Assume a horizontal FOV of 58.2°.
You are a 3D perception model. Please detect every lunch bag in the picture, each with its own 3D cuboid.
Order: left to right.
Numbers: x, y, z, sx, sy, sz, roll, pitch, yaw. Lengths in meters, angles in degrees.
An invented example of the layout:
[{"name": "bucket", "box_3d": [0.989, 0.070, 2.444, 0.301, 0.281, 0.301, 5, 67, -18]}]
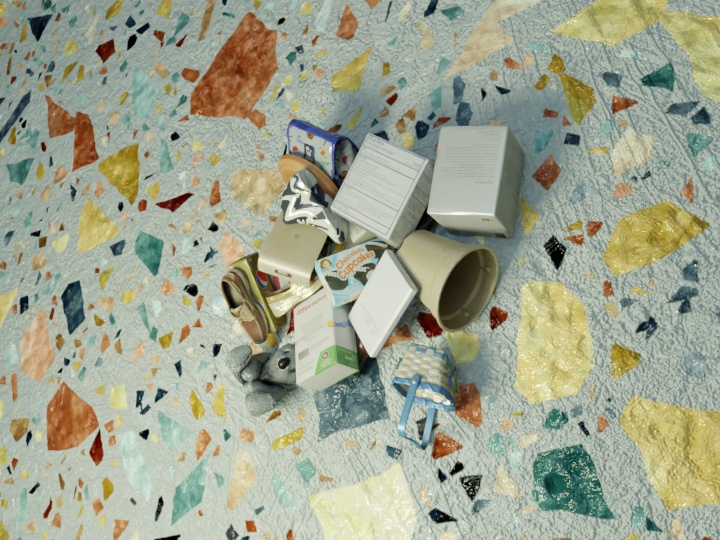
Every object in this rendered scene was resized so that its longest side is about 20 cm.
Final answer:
[{"name": "lunch bag", "box_3d": [-0.087, -0.292, 1.641, 0.167, 0.200, 0.126, 27, 77, 29]}]

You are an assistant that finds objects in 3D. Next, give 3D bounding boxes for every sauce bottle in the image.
[{"name": "sauce bottle", "box_3d": [0.018, 0.156, 1.560, 0.065, 0.066, 0.204, 24, 89, 30]}]

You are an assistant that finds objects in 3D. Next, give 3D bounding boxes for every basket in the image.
[{"name": "basket", "box_3d": [0.136, 0.274, 1.404, 0.136, 0.177, 0.205, 13, 72, 26]}]

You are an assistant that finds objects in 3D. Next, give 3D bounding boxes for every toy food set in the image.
[{"name": "toy food set", "box_3d": [-0.154, -0.068, 1.622, 0.140, 0.061, 0.204, 17, 65, 11]}]

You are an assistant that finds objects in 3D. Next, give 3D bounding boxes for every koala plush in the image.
[{"name": "koala plush", "box_3d": [-0.206, 0.250, 1.627, 0.197, 0.184, 0.180, -29, 73, -4]}]

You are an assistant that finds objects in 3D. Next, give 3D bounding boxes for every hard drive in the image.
[{"name": "hard drive", "box_3d": [0.048, 0.075, 1.468, 0.203, 0.025, 0.133, -60, 43, 29]}]

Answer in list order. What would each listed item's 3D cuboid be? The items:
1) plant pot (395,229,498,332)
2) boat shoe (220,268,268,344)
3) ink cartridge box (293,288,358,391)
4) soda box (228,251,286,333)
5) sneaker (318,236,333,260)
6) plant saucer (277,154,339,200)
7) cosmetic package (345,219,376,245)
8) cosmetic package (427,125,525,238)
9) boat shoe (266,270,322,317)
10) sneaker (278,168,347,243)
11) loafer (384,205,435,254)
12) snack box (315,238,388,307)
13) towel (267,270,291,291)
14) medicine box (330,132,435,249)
[{"name": "plant pot", "box_3d": [0.179, 0.003, 1.453, 0.182, 0.199, 0.204, 33, 94, 42]}, {"name": "boat shoe", "box_3d": [-0.300, 0.099, 1.631, 0.074, 0.072, 0.204, -23, 98, 27]}, {"name": "ink cartridge box", "box_3d": [-0.086, 0.164, 1.565, 0.143, 0.083, 0.205, -31, 51, 35]}, {"name": "soda box", "box_3d": [-0.267, 0.062, 1.686, 0.063, 0.068, 0.205, -16, 101, 25]}, {"name": "sneaker", "box_3d": [-0.153, -0.048, 1.697, 0.200, 0.075, 0.115, -44, 59, 9]}, {"name": "plant saucer", "box_3d": [-0.132, -0.215, 1.657, 0.197, 0.202, 0.033, 25, 68, 31]}, {"name": "cosmetic package", "box_3d": [0.051, -0.159, 1.606, 0.198, 0.087, 0.105, -37, 65, 15]}, {"name": "cosmetic package", "box_3d": [0.263, -0.197, 1.455, 0.161, 0.164, 0.206, 6, 79, 29]}, {"name": "boat shoe", "box_3d": [-0.155, 0.040, 1.623, 0.198, 0.074, 0.067, -36, 100, 13]}, {"name": "sneaker", "box_3d": [-0.126, -0.132, 1.584, 0.128, 0.080, 0.200, -32, 105, 35]}, {"name": "loafer", "box_3d": [0.126, -0.087, 1.558, 0.072, 0.071, 0.201, 29, 74, 31]}, {"name": "snack box", "box_3d": [0.000, 0.000, 1.561, 0.195, 0.037, 0.118, -21, 64, -19]}, {"name": "towel", "box_3d": [-0.213, 0.032, 1.702, 0.194, 0.023, 0.149, -1, 108, 26]}, {"name": "medicine box", "box_3d": [0.061, -0.183, 1.498, 0.180, 0.102, 0.204, 29, 91, 30]}]
